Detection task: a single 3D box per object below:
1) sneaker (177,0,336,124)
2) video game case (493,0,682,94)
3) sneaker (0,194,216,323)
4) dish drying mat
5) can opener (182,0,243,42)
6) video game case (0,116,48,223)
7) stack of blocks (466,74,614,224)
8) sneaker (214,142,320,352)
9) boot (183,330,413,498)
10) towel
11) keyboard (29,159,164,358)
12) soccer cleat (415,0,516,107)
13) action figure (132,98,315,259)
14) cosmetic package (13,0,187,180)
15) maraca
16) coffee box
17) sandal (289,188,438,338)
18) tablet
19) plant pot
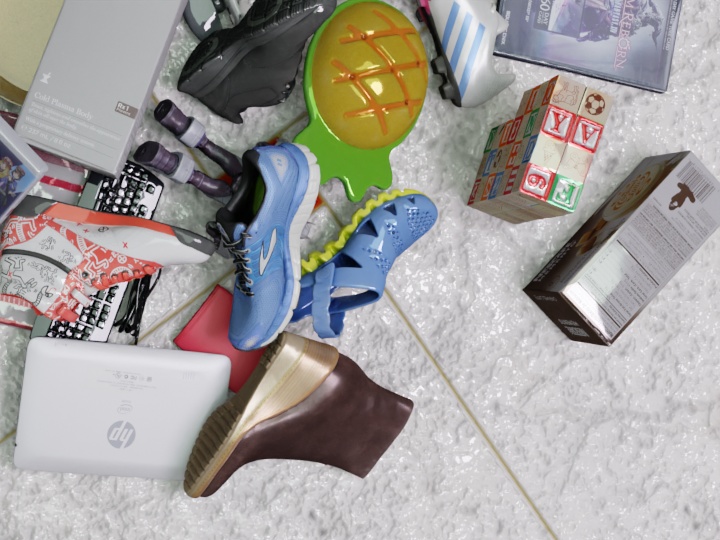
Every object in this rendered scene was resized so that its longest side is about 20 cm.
[{"bbox_3d":[-0.085,-0.209,1.407,0.091,0.199,0.076,40,46,-25],"label":"sneaker"},{"bbox_3d":[0.241,-0.277,1.547,0.198,0.019,0.144,11,87,-11],"label":"video game case"},{"bbox_3d":[-0.240,0.000,1.376,0.199,0.067,0.109,11,85,1],"label":"sneaker"},{"bbox_3d":[-0.088,0.104,1.472,0.200,0.018,0.077,40,83,-10],"label":"dish drying mat"},{"bbox_3d":[-0.166,-0.323,1.440,0.066,0.053,0.202,-22,94,-11],"label":"can opener"},{"bbox_3d":[-0.409,-0.105,1.347,0.200,0.023,0.182,47,113,-2],"label":"video game case"},{"bbox_3d":[0.171,-0.113,1.437,0.058,0.200,0.116,20,85,-9],"label":"stack of blocks"},{"bbox_3d":[-0.103,-0.023,1.382,0.089,0.078,0.202,3,100,-40],"label":"sneaker"},{"bbox_3d":[-0.060,0.170,1.435,0.166,0.072,0.201,33,99,-25],"label":"boot"},{"bbox_3d":[-0.342,-0.050,1.415,0.143,0.023,0.202,13,87,-11],"label":"towel"},{"bbox_3d":[-0.237,-0.005,1.418,0.103,0.040,0.202,21,85,-25],"label":"keyboard"},{"bbox_3d":[0.099,-0.267,1.490,0.086,0.070,0.202,-18,101,-3],"label":"soccer cleat"},{"bbox_3d":[-0.123,-0.086,1.442,0.199,0.069,0.131,35,75,-25],"label":"action figure"},{"bbox_3d":[-0.240,-0.197,1.379,0.106,0.090,0.202,19,88,-7],"label":"cosmetic package"},{"bbox_3d":[0.000,-0.170,1.444,0.136,0.107,0.202,20,79,-23],"label":"maraca"},{"bbox_3d":[0.274,-0.023,1.504,0.080,0.114,0.200,45,82,-9],"label":"coffee box"},{"bbox_3d":[0.000,0.000,1.449,0.200,0.087,0.080,-39,142,-4],"label":"sandal"},{"bbox_3d":[-0.230,0.137,1.424,0.198,0.014,0.132,7,98,-17],"label":"tablet"},{"bbox_3d":[-0.297,-0.252,1.425,0.198,0.027,0.202,0,89,-12],"label":"plant pot"}]
